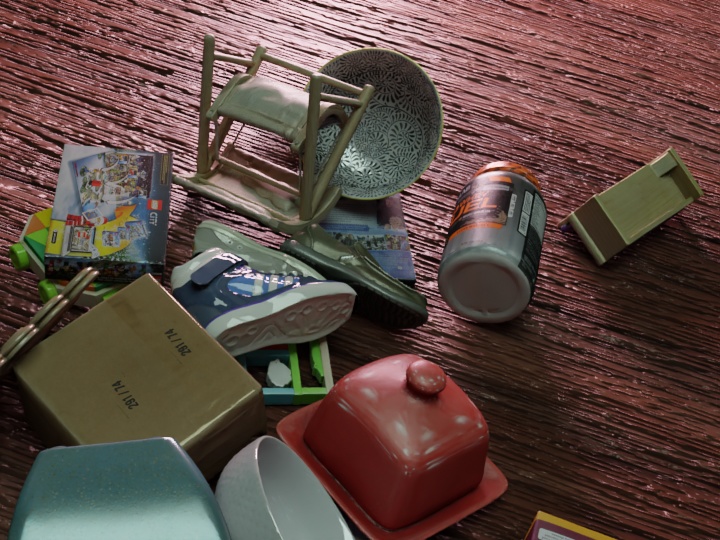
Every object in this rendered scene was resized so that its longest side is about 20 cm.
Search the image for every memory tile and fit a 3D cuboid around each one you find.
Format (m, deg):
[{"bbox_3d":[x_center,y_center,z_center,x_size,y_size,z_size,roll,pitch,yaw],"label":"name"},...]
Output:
[{"bbox_3d":[-0.356,0.082,1.182,0.017,0.153,0.200,43,44,-6],"label":"memory tile"}]

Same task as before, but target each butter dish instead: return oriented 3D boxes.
[{"bbox_3d":[0.048,0.156,1.185,0.198,0.149,0.200,-18,50,-40],"label":"butter dish"}]

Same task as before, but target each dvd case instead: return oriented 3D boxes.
[{"bbox_3d":[-0.009,-0.056,1.498,0.141,0.018,0.201,2,45,-11],"label":"dvd case"}]

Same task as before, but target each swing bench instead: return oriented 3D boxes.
[{"bbox_3d":[-0.117,-0.170,1.454,0.198,0.202,0.129,25,15,30],"label":"swing bench"}]

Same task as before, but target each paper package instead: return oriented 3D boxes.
[{"bbox_3d":[-0.223,0.135,1.173,0.190,0.104,0.200,-35,61,-30],"label":"paper package"}]

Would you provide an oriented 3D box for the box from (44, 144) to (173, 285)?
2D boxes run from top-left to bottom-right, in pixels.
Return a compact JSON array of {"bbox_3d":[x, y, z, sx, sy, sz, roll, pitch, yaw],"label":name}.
[{"bbox_3d":[-0.296,-0.069,1.368,0.135,0.038,0.201,5,44,-9],"label":"box"}]

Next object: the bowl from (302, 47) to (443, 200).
[{"bbox_3d":[0.019,-0.185,1.532,0.198,0.094,0.204,-1,83,12],"label":"bowl"}]

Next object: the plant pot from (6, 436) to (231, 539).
[{"bbox_3d":[-0.204,0.253,0.959,0.193,0.197,0.202,-3,66,-17],"label":"plant pot"}]

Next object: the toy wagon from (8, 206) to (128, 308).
[{"bbox_3d":[-0.312,-0.008,1.359,0.154,0.040,0.200,-26,55,-33],"label":"toy wagon"}]

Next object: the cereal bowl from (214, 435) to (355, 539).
[{"bbox_3d":[-0.069,0.255,1.031,0.083,0.200,0.201,-33,50,9],"label":"cereal bowl"}]

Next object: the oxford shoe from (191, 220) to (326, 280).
[{"bbox_3d":[-0.118,0.006,1.375,0.198,0.075,0.058,24,63,10],"label":"oxford shoe"}]

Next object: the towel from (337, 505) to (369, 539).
[{"bbox_3d":[-0.003,0.320,1.109,0.146,0.024,0.200,27,45,13],"label":"towel"}]

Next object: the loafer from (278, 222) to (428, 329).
[{"bbox_3d":[0.000,0.000,1.384,0.199,0.075,0.070,29,62,6],"label":"loafer"}]

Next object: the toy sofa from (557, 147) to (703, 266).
[{"bbox_3d":[0.372,-0.083,1.587,0.199,0.098,0.083,-30,82,-36],"label":"toy sofa"}]

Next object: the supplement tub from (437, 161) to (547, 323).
[{"bbox_3d":[0.170,-0.041,1.450,0.121,0.123,0.201,16,42,3],"label":"supplement tub"}]

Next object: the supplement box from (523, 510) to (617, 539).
[{"bbox_3d":[0.190,0.345,1.084,0.109,0.086,0.201,19,43,5],"label":"supplement box"}]

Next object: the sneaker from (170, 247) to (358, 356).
[{"bbox_3d":[-0.117,0.014,1.306,0.198,0.081,0.147,-14,49,-29],"label":"sneaker"}]

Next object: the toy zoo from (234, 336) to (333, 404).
[{"bbox_3d":[-0.134,0.096,1.308,0.197,0.021,0.132,2,45,-12],"label":"toy zoo"}]
